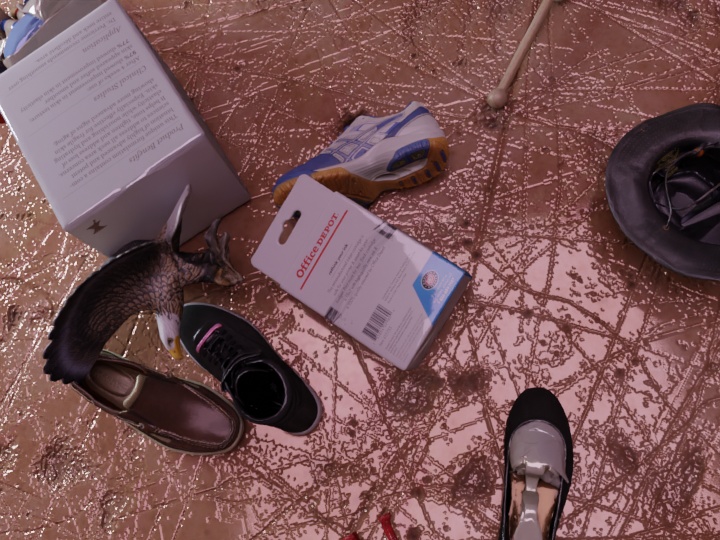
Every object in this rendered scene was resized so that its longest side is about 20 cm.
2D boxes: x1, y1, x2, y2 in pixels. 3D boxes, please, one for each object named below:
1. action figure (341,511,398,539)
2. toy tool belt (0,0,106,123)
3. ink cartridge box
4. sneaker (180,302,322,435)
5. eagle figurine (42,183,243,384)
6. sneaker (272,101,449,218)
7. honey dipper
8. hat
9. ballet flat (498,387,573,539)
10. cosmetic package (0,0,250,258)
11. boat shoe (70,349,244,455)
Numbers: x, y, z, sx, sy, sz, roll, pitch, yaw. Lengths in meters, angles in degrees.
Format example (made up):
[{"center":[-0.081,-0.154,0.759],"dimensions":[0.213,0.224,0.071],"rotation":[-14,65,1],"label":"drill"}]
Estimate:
[{"center":[0.051,0.333,0.734],"dimensions":[0.065,0.052,0.201],"rotation":[-28,75,-4],"label":"action figure"},{"center":[-0.394,-0.265,0.945],"dimensions":[0.123,0.125,0.201],"rotation":[26,74,46],"label":"toy tool belt"},{"center":[0.000,0.000,0.811],"dimensions":[0.199,0.068,0.117],"rotation":[33,95,15],"label":"ink cartridge box"},{"center":[-0.127,0.089,0.800],"dimensions":[0.200,0.099,0.071],"rotation":[38,84,17],"label":"sneaker"},{"center":[-0.217,0.023,0.769],"dimensions":[0.198,0.152,0.152],"rotation":[-16,52,-14],"label":"eagle figurine"},{"center":[-0.004,-0.122,0.866],"dimensions":[0.198,0.075,0.089],"rotation":[-17,56,1],"label":"sneaker"},{"center":[0.197,-0.270,0.889],"dimensions":[0.038,0.038,0.201],"rotation":[25,82,14],"label":"honey dipper"},{"center":[0.343,-0.063,0.786],"dimensions":[0.199,0.081,0.202],"rotation":[-4,65,8],"label":"hat"},{"center":[0.167,0.208,0.739],"dimensions":[0.067,0.068,0.202],"rotation":[4,75,10],"label":"ballet flat"},{"center":[-0.254,-0.138,0.848],"dimensions":[0.167,0.166,0.201],"rotation":[-33,72,-2],"label":"cosmetic package"},{"center":[-0.220,0.137,0.812],"dimensions":[0.201,0.075,0.075],"rotation":[17,77,13],"label":"boat shoe"}]
